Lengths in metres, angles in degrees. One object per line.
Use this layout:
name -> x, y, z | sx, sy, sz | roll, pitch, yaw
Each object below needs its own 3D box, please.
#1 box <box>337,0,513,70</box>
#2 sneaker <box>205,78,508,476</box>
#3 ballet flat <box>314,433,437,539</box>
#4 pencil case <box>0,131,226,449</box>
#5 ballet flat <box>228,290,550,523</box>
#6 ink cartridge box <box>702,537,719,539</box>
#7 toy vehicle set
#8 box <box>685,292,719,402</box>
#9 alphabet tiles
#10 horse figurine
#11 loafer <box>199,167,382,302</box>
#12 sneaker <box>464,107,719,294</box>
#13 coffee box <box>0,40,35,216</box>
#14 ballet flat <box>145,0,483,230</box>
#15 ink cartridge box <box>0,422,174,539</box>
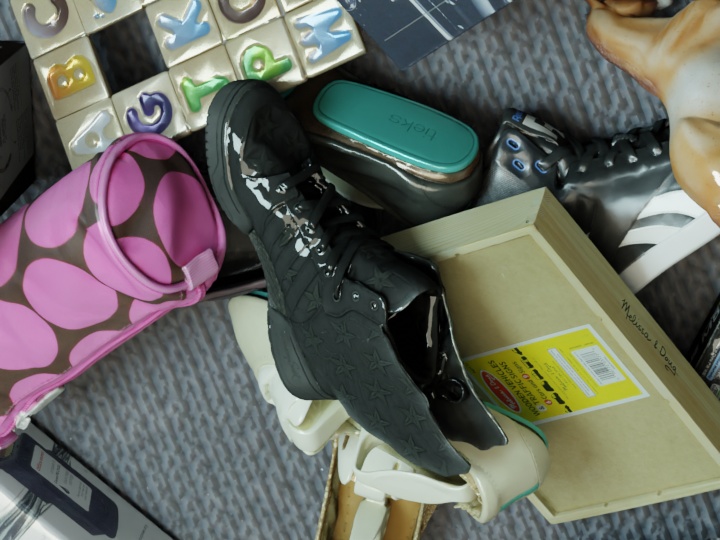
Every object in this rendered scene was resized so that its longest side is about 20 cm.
box -> 0.033, -0.216, 1.257 | 0.182, 0.104, 0.200 | 46, 150, -10
sneaker -> -0.002, 0.001, 1.319 | 0.104, 0.060, 0.201 | 1, 114, 43
ballet flat -> 0.010, 0.124, 1.465 | 0.070, 0.065, 0.201 | 10, 112, 7
pencil case -> -0.151, 0.013, 1.381 | 0.200, 0.091, 0.094 | -34, 82, 41
ballet flat -> 0.001, 0.072, 1.394 | 0.199, 0.069, 0.070 | 24, 115, 27
ink cartridge box -> 0.207, 0.216, 1.439 | 0.199, 0.086, 0.147 | -10, 129, 11
toy vehicle set -> 0.095, 0.048, 1.388 | 0.124, 0.027, 0.200 | -15, 128, 37
box -> 0.286, 0.025, 1.395 | 0.192, 0.048, 0.201 | 23, 113, -3
alphabet tiles -> -0.105, -0.167, 1.362 | 0.166, 0.008, 0.201 | -23, 85, 18
horse figurine -> 0.187, -0.076, 1.307 | 0.132, 0.201, 0.050 | -12, 146, 1
loafer -> -0.089, -0.016, 1.428 | 0.199, 0.063, 0.072 | -9, 109, 12
sneaker -> 0.128, -0.055, 1.373 | 0.200, 0.073, 0.112 | -41, 100, 21
coffee box -> -0.241, -0.055, 1.363 | 0.112, 0.200, 0.080 | 1, 108, 9
ballet flat -> -0.031, -0.078, 1.386 | 0.200, 0.068, 0.069 | 34, 141, 14
ink cartridge box -> -0.202, 0.169, 1.506 | 0.200, 0.084, 0.145 | 40, 111, -8
